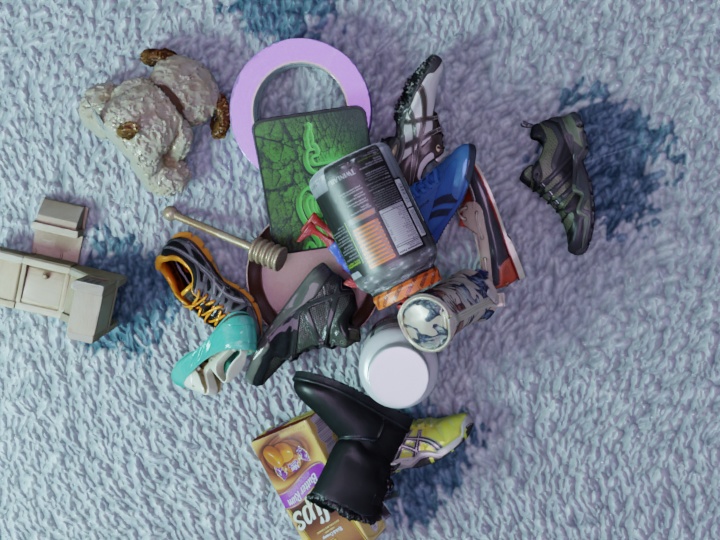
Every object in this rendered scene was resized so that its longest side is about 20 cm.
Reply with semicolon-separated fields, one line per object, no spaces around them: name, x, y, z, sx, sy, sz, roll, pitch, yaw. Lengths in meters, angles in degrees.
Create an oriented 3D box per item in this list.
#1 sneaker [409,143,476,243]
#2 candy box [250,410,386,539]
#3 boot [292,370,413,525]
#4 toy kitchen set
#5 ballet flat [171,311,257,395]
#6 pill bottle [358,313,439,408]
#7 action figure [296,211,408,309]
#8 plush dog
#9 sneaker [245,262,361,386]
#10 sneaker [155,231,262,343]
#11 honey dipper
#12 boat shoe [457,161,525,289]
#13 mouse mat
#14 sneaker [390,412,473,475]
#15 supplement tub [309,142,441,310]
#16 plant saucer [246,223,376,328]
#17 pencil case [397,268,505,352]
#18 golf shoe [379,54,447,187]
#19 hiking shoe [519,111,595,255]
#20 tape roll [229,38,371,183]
sneaker;0.093;-0.099;1.603;0.078;0.066;0.201;22;127;-10
candy box;-0.060;0.308;1.665;0.116;0.056;0.201;-26;94;36
boot;-0.029;0.246;1.588;0.197;0.073;0.163;27;74;-16
toy kitchen set;-0.436;-0.011;1.615;0.198;0.180;0.164;12;94;-3
ballet flat;-0.208;0.134;1.628;0.200;0.067;0.071;-43;51;40
pill bottle;0.053;0.127;1.595;0.110;0.200;0.112;0;96;3
action figure;0.000;0.000;1.619;0.199;0.065;0.052;35;107;-9
plush dog;-0.277;-0.229;1.620;0.200;0.160;0.172;45;72;-1
sneaker;-0.074;0.100;1.628;0.114;0.076;0.200;39;90;5
sneaker;-0.220;0.038;1.652;0.200;0.077;0.078;48;120;3
honey dipper;-0.197;-0.052;1.655;0.199;0.038;0.038;23;96;19
boat shoe;0.171;-0.069;1.641;0.062;0.071;0.201;-21;98;7
mouse mat;-0.058;-0.124;1.612;0.160;0.008;0.201;-8;113;2
sneaker;0.066;0.243;1.668;0.199;0.075;0.077;-22;95;3
supplement tub;0.024;-0.057;1.541;0.122;0.123;0.201;-25;89;5
plant saucer;-0.065;0.007;1.674;0.198;0.034;0.202;0;94;3
pencil case;0.122;0.051;1.552;0.089;0.200;0.078;-10;96;27
golf shoe;0.088;-0.203;1.634;0.094;0.078;0.201;21;104;-7
hiking shoe;0.277;-0.118;1.635;0.100;0.076;0.202;-6;86;12
tape roll;-0.083;-0.224;1.639;0.198;0.066;0.202;0;95;2
